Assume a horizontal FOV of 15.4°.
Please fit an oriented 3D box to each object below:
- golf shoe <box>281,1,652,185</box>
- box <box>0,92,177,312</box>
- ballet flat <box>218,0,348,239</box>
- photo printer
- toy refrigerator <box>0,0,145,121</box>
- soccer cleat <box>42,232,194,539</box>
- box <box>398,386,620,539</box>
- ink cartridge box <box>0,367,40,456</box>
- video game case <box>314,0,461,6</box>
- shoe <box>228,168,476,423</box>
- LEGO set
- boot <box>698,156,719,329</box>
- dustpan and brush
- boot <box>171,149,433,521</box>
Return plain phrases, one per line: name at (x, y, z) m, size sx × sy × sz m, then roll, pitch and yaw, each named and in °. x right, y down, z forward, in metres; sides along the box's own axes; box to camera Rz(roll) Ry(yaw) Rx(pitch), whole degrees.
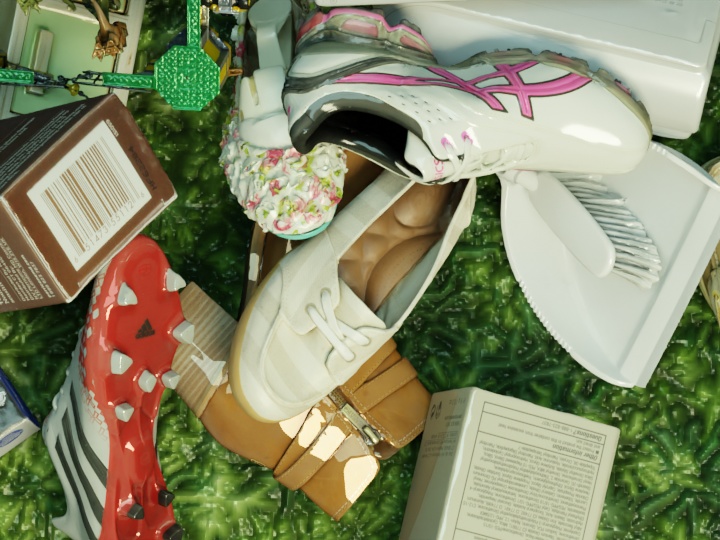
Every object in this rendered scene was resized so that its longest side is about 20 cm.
golf shoe at (0.055, -0.074, 1.416) m, size 0.198 × 0.073 × 0.093 m, roll 12°, pitch 54°, yaw 0°
box at (-0.204, -0.029, 1.448) m, size 0.100 × 0.199 × 0.075 m, roll -47°, pitch 116°, yaw -35°
ballet flat at (-0.048, -0.100, 1.478) m, size 0.075 × 0.064 × 0.201 m, roll -11°, pitch 40°, yaw 2°
photo printer at (0.109, -0.164, 1.495) m, size 0.199 × 0.070 × 0.167 m, roll 13°, pitch 48°, yaw 6°
toy refrigerator at (-0.164, -0.167, 1.535) m, size 0.075 × 0.070 × 0.202 m, roll 14°, pitch 80°, yaw -19°
soccer cleat at (-0.140, 0.071, 1.464) m, size 0.085 × 0.068 × 0.201 m, roll 20°, pitch 120°, yaw 37°
box at (0.068, 0.173, 1.452) m, size 0.094 × 0.078 × 0.201 m, roll 17°, pitch 80°, yaw -14°
ink cartridge box at (-0.292, 0.107, 1.518) m, size 0.199 × 0.044 × 0.094 m, roll -35°, pitch 78°, yaw -3°
video game case at (0.055, -0.218, 1.477) m, size 0.181 × 0.022 × 0.201 m, roll -3°, pitch 44°, yaw -5°
shoe at (0.000, 0.000, 1.448) m, size 0.070 × 0.053 × 0.200 m, roll 44°, pitch 67°, yaw -12°
LEGO set at (-0.148, -0.168, 1.457) m, size 0.198 × 0.116 × 0.155 m, roll -3°, pitch 111°, yaw 9°
boot at (0.229, 0.019, 1.440) m, size 0.072 × 0.155 × 0.201 m, roll -12°, pitch 79°, yaw 2°
dustpan and brush at (0.108, -0.043, 1.499) m, size 0.200 × 0.057 × 0.140 m, roll 49°, pitch 128°, yaw 39°
boot at (-0.009, 0.026, 1.501) m, size 0.155 × 0.077 × 0.200 m, roll 41°, pitch 74°, yaw 3°
